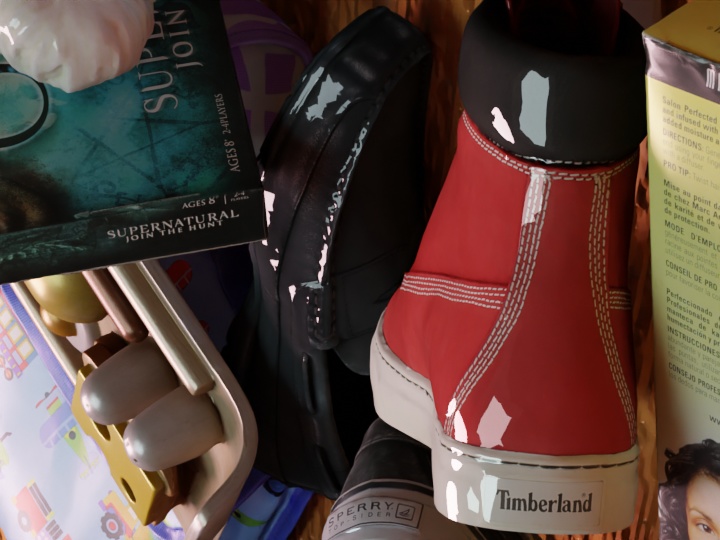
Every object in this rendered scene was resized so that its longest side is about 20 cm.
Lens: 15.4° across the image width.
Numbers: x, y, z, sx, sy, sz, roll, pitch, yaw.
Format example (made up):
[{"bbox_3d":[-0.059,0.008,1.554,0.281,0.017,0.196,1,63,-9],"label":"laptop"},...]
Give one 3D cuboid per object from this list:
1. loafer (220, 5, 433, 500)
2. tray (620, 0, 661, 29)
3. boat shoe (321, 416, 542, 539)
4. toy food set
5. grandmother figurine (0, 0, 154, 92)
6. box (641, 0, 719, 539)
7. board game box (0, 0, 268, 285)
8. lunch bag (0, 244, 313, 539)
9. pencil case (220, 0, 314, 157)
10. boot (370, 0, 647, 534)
[{"bbox_3d":[0.000,0.000,0.869,0.070,0.068,0.201,32,139,18],"label":"loafer"},{"bbox_3d":[0.016,-0.129,0.768,0.200,0.022,0.108,37,141,47],"label":"tray"},{"bbox_3d":[0.053,0.125,0.858,0.072,0.071,0.201,-9,129,25],"label":"boat shoe"},{"bbox_3d":[-0.111,0.025,0.939,0.201,0.060,0.144,57,159,14],"label":"toy food set"},{"bbox_3d":[-0.097,-0.144,0.823,0.061,0.121,0.201,48,-149,-60],"label":"grandmother figurine"},{"bbox_3d":[0.114,0.030,0.666,0.075,0.050,0.201,25,133,40],"label":"box"},{"bbox_3d":[-0.112,-0.079,0.852,0.028,0.134,0.201,86,171,-50],"label":"board game box"},{"bbox_3d":[-0.078,0.039,1.047,0.151,0.094,0.200,57,141,18],"label":"lunch bag"},{"bbox_3d":[-0.090,-0.093,0.946,0.200,0.084,0.085,46,-171,38],"label":"pencil case"},{"bbox_3d":[0.045,-0.019,0.742,0.200,0.072,0.145,-123,36,-81],"label":"boot"}]
